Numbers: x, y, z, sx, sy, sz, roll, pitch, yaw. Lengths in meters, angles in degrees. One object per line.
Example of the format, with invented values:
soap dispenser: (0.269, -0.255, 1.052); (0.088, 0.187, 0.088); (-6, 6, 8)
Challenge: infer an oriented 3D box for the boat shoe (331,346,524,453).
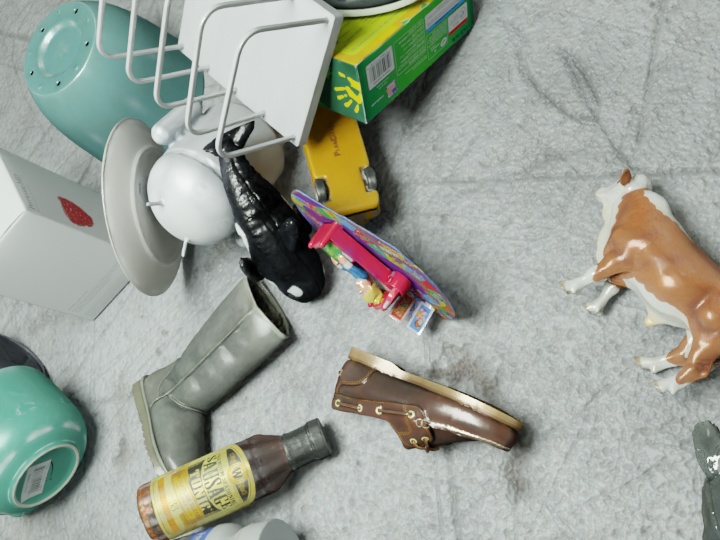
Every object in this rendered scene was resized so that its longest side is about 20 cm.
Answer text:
boat shoe: (0.057, 0.136, 0.726); (0.198, 0.070, 0.071); (16, 76, 39)

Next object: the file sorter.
file sorter: (-0.141, -0.220, 0.732); (0.199, 0.124, 0.140); (40, 131, 22)

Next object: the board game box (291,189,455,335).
board game box: (0.000, 0.000, 0.741); (0.199, 0.158, 0.039); (32, 79, 31)

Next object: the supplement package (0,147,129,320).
supplement package: (-0.385, -0.040, 0.939); (0.120, 0.199, 0.122); (-44, 61, 10)

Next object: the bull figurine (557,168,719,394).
bull figurine: (0.252, 0.007, 0.662); (0.122, 0.065, 0.201); (-46, 58, 14)

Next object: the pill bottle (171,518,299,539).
pill bottle: (-0.157, 0.320, 0.762); (0.197, 0.113, 0.116); (-23, 66, 20)

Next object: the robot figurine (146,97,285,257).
robot figurine: (-0.160, -0.108, 0.859); (0.112, 0.170, 0.201); (-15, 32, 45)

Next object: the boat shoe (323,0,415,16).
boat shoe: (-0.031, -0.302, 0.767); (0.196, 0.067, 0.075); (9, 47, 19)

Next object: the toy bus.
toy bus: (-0.032, -0.136, 0.840); (0.064, 0.079, 0.203); (-13, 67, -5)

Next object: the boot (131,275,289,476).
boot: (-0.154, 0.130, 0.850); (0.199, 0.073, 0.183); (-36, 64, 7)

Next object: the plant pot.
plant pot: (-0.332, -0.249, 0.994); (0.197, 0.160, 0.205); (-8, 72, 26)

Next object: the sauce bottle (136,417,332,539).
sauce bottle: (-0.126, 0.208, 0.780); (0.197, 0.066, 0.067); (-26, 63, -3)

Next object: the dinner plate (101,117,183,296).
dinner plate: (-0.237, -0.073, 0.875); (0.024, 0.200, 0.204); (-7, 72, 11)

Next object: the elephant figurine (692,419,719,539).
elephant figurine: (0.349, 0.204, 0.531); (0.196, 0.157, 0.142); (-7, 29, 15)

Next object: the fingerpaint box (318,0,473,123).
fingerpaint box: (-0.001, -0.261, 0.821); (0.165, 0.074, 0.200); (26, 58, 30)

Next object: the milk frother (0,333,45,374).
milk frother: (-0.549, 0.157, 0.973); (0.180, 0.199, 0.190); (35, 92, 35)

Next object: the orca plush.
orca plush: (-0.080, -0.057, 0.797); (0.070, 0.104, 0.203); (-5, 105, 48)

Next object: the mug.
mug: (-0.400, 0.216, 0.917); (0.114, 0.186, 0.152); (33, 69, 25)
